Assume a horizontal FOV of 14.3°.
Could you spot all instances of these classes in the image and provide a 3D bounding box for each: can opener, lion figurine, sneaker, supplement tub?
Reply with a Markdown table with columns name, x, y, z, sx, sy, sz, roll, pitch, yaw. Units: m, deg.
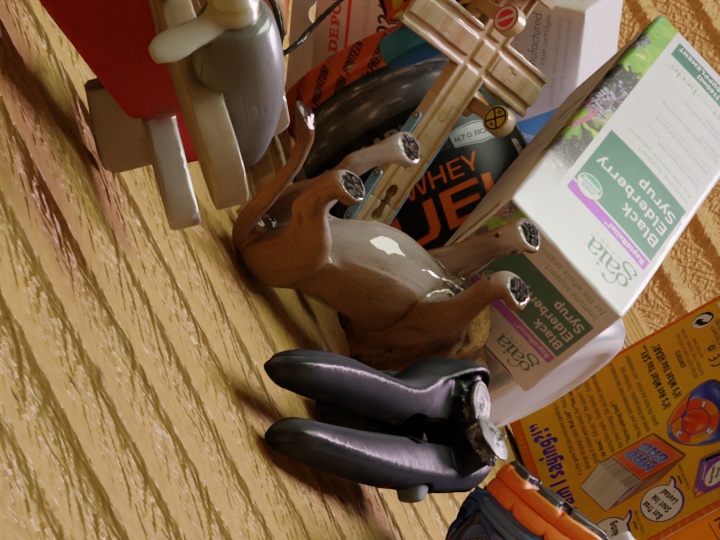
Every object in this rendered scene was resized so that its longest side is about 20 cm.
| name | x | y | z | sx | sy | sz | roll | pitch | yaw |
| --- | --- | --- | --- | --- | --- | --- | --- | --- | --- |
| can opener | 0.007 | 0.068 | 1.220 | 0.200 | 0.078 | 0.064 | 11 | 66 | -70 |
| lion figurine | 0.000 | 0.000 | 1.308 | 0.200 | 0.122 | 0.073 | 39 | 42 | -32 |
| sneaker | 0.053 | 0.138 | 1.238 | 0.075 | 0.078 | 0.200 | 41 | -12 | 12 |
| supplement tub | 0.043 | -0.021 | 1.503 | 0.201 | 0.122 | 0.123 | 62 | 8 | 12 |

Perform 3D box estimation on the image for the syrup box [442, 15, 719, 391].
| name | x | y | z | sx | sy | sz | roll | pitch | yaw |
| --- | --- | --- | --- | --- | --- | --- | --- | --- | --- |
| syrup box | 0.116 | -0.036 | 1.426 | 0.079 | 0.081 | 0.200 | 46 | 40 | -4 |

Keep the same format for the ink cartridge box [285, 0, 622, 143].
| name | x | y | z | sx | sy | sz | roll | pitch | yaw |
| --- | --- | --- | --- | --- | --- | --- | --- | --- | --- |
| ink cartridge box | 0.037 | -0.118 | 1.596 | 0.068 | 0.199 | 0.116 | -37 | 137 | -58 |

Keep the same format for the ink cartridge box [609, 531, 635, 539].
| name | x | y | z | sx | sy | sz | roll | pitch | yaw |
| --- | --- | --- | --- | --- | --- | --- | --- | --- | --- |
| ink cartridge box | 0.152 | 0.245 | 1.398 | 0.201 | 0.084 | 0.146 | 66 | 9 | 30 |

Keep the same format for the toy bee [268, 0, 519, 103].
| name | x | y | z | sx | sy | sz | roll | pitch | yaw |
| --- | --- | --- | --- | --- | --- | --- | --- | --- | --- |
| toy bee | 0.042 | -0.141 | 1.422 | 0.131 | 0.108 | 0.200 | 56 | 42 | -10 |

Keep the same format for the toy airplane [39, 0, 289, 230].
| name | x | y | z | sx | sy | sz | roll | pitch | yaw |
| --- | --- | --- | --- | --- | --- | --- | --- | --- | --- |
| toy airplane | -0.071 | -0.116 | 1.067 | 0.201 | 0.141 | 0.199 | 61 | 8 | 3 |

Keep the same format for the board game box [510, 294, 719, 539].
| name | x | y | z | sx | sy | sz | roll | pitch | yaw |
| --- | --- | --- | --- | --- | --- | --- | --- | --- | --- |
| board game box | 0.237 | 0.163 | 1.780 | 0.200 | 0.199 | 0.200 | 57 | 9 | -29 |

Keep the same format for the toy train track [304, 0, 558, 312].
| name | x | y | z | sx | sy | sz | roll | pitch | yaw |
| --- | --- | --- | --- | --- | --- | --- | --- | --- | --- |
| toy train track | 0.041 | -0.064 | 1.378 | 0.032 | 0.201 | 0.115 | 36 | 3 | 40 |

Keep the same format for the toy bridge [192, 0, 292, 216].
| name | x | y | z | sx | sy | sz | roll | pitch | yaw |
| --- | --- | --- | --- | --- | --- | --- | --- | --- | --- |
| toy bridge | -0.064 | -0.082 | 1.388 | 0.201 | 0.027 | 0.067 | 66 | 9 | 29 |

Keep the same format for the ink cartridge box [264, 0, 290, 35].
| name | x | y | z | sx | sy | sz | roll | pitch | yaw |
| --- | --- | --- | --- | --- | --- | --- | --- | --- | --- |
| ink cartridge box | -0.082 | -0.228 | 1.538 | 0.162 | 0.050 | 0.201 | -89 | 167 | -75 |
